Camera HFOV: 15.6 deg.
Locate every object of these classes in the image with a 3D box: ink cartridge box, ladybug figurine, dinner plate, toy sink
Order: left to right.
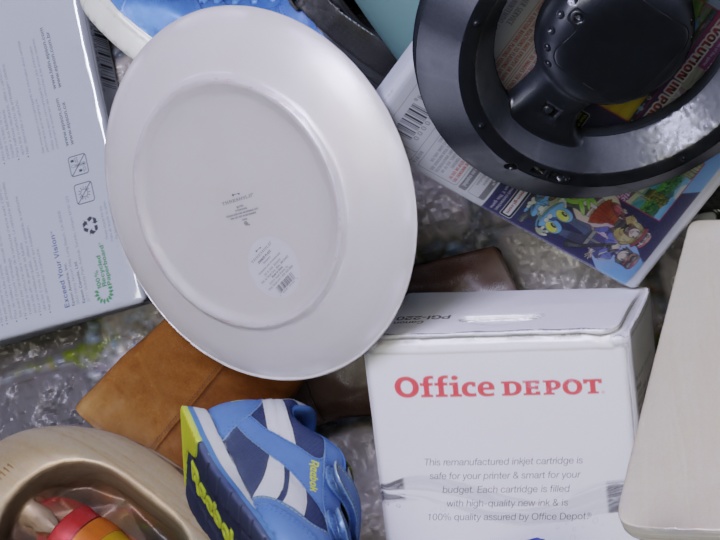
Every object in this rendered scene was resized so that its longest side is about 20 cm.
[{"bbox_3d":[-0.230,-0.053,1.558,0.199,0.041,0.200,-14,85,16],"label":"ink cartridge box"},{"bbox_3d":[-0.135,0.169,1.436,0.200,0.072,0.136,38,70,23],"label":"ladybug figurine"},{"bbox_3d":[-0.059,-0.036,1.360,0.200,0.024,0.201,13,113,31],"label":"dinner plate"},{"bbox_3d":[0.088,0.114,1.408,0.145,0.085,0.201,-2,108,17],"label":"ink cartridge box"},{"bbox_3d":[0.222,0.082,1.330,0.130,0.112,0.200,-2,48,24],"label":"toy sink"}]

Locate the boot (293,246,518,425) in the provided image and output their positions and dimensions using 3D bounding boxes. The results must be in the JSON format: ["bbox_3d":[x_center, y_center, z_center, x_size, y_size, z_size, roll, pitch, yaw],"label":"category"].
[{"bbox_3d":[0.000,0.000,1.475,0.199,0.064,0.187,-8,99,20],"label":"boot"}]

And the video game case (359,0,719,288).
[{"bbox_3d":[0.125,-0.105,1.327,0.182,0.023,0.200,28,114,-22],"label":"video game case"}]

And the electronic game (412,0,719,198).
[{"bbox_3d":[0.123,-0.118,1.280,0.200,0.200,0.042,-32,38,13],"label":"electronic game"}]

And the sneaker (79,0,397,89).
[{"bbox_3d":[-0.055,-0.144,1.487,0.200,0.077,0.111,33,103,11],"label":"sneaker"}]

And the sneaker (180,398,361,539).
[{"bbox_3d":[-0.031,0.131,1.358,0.200,0.082,0.074,-122,29,-46],"label":"sneaker"}]

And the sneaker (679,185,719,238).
[{"bbox_3d":[0.192,-0.056,1.421,0.199,0.066,0.091,11,89,13],"label":"sneaker"}]

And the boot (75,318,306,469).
[{"bbox_3d":[-0.095,0.009,1.454,0.188,0.068,0.200,39,118,-2],"label":"boot"}]

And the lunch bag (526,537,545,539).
[{"bbox_3d":[0.058,0.246,1.351,0.200,0.124,0.170,-30,103,21],"label":"lunch bag"}]

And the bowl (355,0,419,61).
[{"bbox_3d":[0.089,-0.151,1.402,0.200,0.201,0.105,-12,104,16],"label":"bowl"}]
